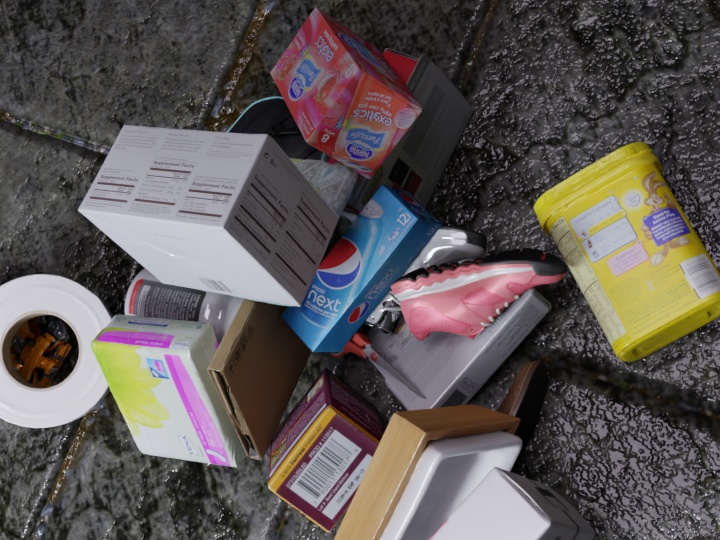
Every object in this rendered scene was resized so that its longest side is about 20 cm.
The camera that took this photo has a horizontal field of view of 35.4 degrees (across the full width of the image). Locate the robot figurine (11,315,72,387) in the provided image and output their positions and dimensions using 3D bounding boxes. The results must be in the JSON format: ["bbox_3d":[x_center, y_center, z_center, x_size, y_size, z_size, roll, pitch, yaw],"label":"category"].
[{"bbox_3d":[-0.486,0.096,1.593,0.200,0.058,0.145,30,89,30],"label":"robot figurine"}]

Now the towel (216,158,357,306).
[{"bbox_3d":[-0.116,-0.051,1.273,0.199,0.048,0.172,9,69,34],"label":"towel"}]

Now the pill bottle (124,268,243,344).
[{"bbox_3d":[-0.190,0.056,1.418,0.199,0.114,0.114,9,78,37],"label":"pill bottle"}]

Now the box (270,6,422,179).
[{"bbox_3d":[-0.021,-0.203,1.276,0.103,0.094,0.200,-52,31,18],"label":"box"}]

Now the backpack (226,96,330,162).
[{"bbox_3d":[-0.108,-0.109,1.422,0.176,0.153,0.200,43,101,36],"label":"backpack"}]

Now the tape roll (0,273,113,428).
[{"bbox_3d":[-0.419,0.107,1.495,0.201,0.071,0.203,1,86,-8],"label":"tape roll"}]

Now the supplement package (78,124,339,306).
[{"bbox_3d":[-0.154,-0.058,1.167,0.199,0.156,0.111,9,65,34],"label":"supplement package"}]

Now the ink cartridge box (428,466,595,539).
[{"bbox_3d":[0.147,0.288,1.154,0.146,0.200,0.085,-48,60,4],"label":"ink cartridge box"}]

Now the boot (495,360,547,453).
[{"bbox_3d":[0.145,0.185,1.264,0.075,0.074,0.201,24,88,35],"label":"boot"}]

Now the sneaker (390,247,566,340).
[{"bbox_3d":[0.137,0.030,1.256,0.199,0.074,0.087,-11,98,23],"label":"sneaker"}]

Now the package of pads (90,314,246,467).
[{"bbox_3d":[-0.229,0.149,1.382,0.154,0.201,0.068,3,38,27],"label":"package of pads"}]

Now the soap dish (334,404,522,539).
[{"bbox_3d":[0.067,0.231,1.174,0.081,0.157,0.201,40,116,37],"label":"soap dish"}]

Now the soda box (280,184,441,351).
[{"bbox_3d":[0.000,0.000,1.300,0.064,0.068,0.200,44,107,23],"label":"soda box"}]

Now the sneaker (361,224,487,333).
[{"bbox_3d":[0.064,0.017,1.344,0.200,0.076,0.116,-11,70,38],"label":"sneaker"}]

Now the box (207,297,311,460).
[{"bbox_3d":[-0.107,0.093,1.312,0.021,0.164,0.200,4,46,21],"label":"box"}]

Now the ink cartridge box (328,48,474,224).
[{"bbox_3d":[0.034,-0.152,1.357,0.084,0.176,0.201,25,85,29],"label":"ink cartridge box"}]

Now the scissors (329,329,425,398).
[{"bbox_3d":[0.010,0.090,1.333,0.200,0.014,0.073,23,121,52],"label":"scissors"}]

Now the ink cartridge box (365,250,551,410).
[{"bbox_3d":[0.104,0.068,1.334,0.200,0.044,0.174,-49,36,5],"label":"ink cartridge box"}]

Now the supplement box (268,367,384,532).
[{"bbox_3d":[-0.038,0.195,1.266,0.086,0.200,0.110,38,94,-7],"label":"supplement box"}]

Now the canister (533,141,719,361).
[{"bbox_3d":[0.300,-0.019,1.243,0.148,0.087,0.201,-30,65,14],"label":"canister"}]
